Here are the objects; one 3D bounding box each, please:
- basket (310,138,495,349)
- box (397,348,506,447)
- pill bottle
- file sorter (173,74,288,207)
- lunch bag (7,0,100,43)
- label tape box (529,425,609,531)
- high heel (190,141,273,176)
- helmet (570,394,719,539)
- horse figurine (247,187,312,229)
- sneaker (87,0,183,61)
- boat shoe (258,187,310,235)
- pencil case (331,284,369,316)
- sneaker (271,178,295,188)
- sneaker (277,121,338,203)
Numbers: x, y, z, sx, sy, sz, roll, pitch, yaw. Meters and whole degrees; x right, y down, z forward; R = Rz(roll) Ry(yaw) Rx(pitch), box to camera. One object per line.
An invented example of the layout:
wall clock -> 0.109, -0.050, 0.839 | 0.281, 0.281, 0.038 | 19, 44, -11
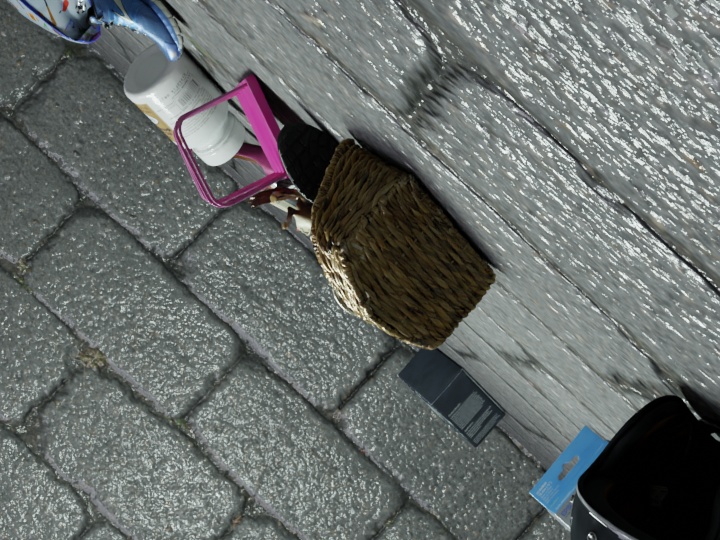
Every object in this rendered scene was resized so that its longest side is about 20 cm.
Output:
basket -> 0.025, -0.020, 1.376 | 0.200, 0.143, 0.149 | 45, 174, -37
box -> 0.229, 0.311, 3.121 | 0.197, 0.124, 0.200 | 47, 175, -29
pill bottle -> -0.277, -0.263, 1.992 | 0.114, 0.115, 0.200 | 38, 174, 48
file sorter -> -0.175, -0.165, 1.667 | 0.140, 0.124, 0.200 | 64, 173, -8
lunch bag -> -0.545, -0.486, 2.201 | 0.200, 0.124, 0.170 | 45, 175, -22
label tape box -> 0.367, 0.344, 1.880 | 0.200, 0.145, 0.063 | 40, 176, 27
high heel -> -0.208, -0.190, 2.219 | 0.200, 0.096, 0.067 | 42, 176, 15
helmet -> 0.287, 0.233, 1.120 | 0.200, 0.191, 0.200 | 41, 176, 3
horse figurine -> -0.047, -0.065, 1.631 | 0.199, 0.050, 0.132 | 33, -156, 13
sneaker -> -0.319, -0.349, 1.656 | 0.200, 0.089, 0.079 | 44, 177, -19
boat shoe -> -0.107, -0.106, 2.390 | 0.199, 0.063, 0.071 | 41, 174, 3
pencil case -> 0.000, 0.000, 1.736 | 0.200, 0.088, 0.079 | -102, -11, -72
sneaker -> -0.084, -0.139, 1.851 | 0.079, 0.075, 0.200 | 26, -177, -10
sneaker -> -0.040, -0.106, 1.550 | 0.200, 0.076, 0.087 | 44, 172, -24
